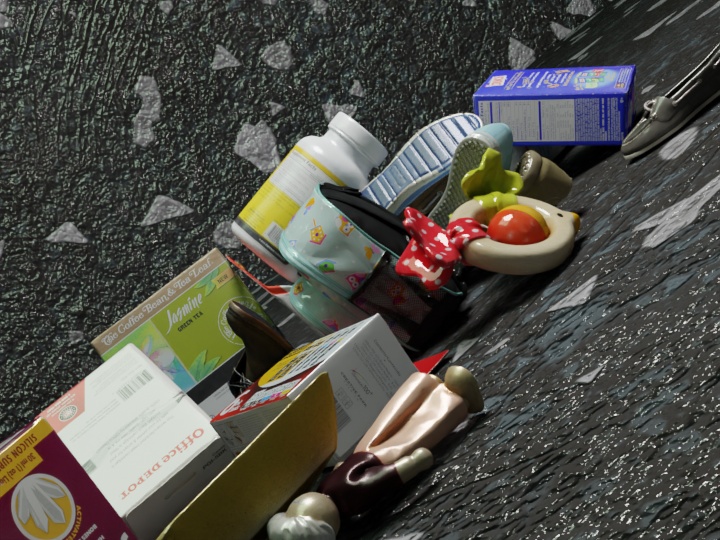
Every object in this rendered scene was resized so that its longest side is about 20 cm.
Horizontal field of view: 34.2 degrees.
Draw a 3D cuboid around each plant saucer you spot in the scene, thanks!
[{"bbox_3d":[-0.095,0.198,0.924,0.200,0.048,0.200,-44,-12,-38],"label":"plant saucer"}]

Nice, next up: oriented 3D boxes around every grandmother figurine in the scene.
[{"bbox_3d":[0.006,0.151,0.890,0.200,0.061,0.121,-39,-2,-34],"label":"grandmother figurine"}]

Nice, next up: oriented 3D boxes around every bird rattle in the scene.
[{"bbox_3d":[0.135,-0.045,1.190,0.162,0.114,0.200,15,25,24],"label":"bird rattle"}]

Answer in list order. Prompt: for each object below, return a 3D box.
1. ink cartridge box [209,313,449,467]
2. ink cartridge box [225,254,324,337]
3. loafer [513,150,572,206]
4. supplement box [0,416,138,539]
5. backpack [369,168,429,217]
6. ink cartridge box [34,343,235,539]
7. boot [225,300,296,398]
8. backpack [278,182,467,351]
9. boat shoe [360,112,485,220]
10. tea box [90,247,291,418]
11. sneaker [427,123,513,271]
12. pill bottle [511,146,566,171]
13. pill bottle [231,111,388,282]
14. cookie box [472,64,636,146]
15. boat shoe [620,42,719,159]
[{"bbox_3d":[-0.033,0.119,1.176,0.175,0.084,0.200,-40,7,-31],"label":"ink cartridge box"},{"bbox_3d":[-0.077,0.032,1.473,0.057,0.200,0.163,-46,8,-4],"label":"ink cartridge box"},{"bbox_3d":[0.193,-0.072,1.373,0.200,0.067,0.076,114,-179,-74],"label":"loafer"},{"bbox_3d":[-0.304,0.263,1.098,0.103,0.201,0.131,-31,9,37],"label":"supplement box"},{"bbox_3d":[0.052,-0.051,1.540,0.183,0.147,0.200,-47,3,3],"label":"backpack"},{"bbox_3d":[-0.250,0.198,1.320,0.147,0.083,0.200,-39,49,-18],"label":"ink cartridge box"},{"bbox_3d":[-0.113,0.116,1.316,0.097,0.200,0.075,-46,46,-6],"label":"boot"},{"bbox_3d":[0.000,0.000,1.300,0.153,0.200,0.176,-46,7,11],"label":"backpack"},{"bbox_3d":[0.075,-0.109,1.401,0.200,0.072,0.072,-37,51,14],"label":"boat shoe"},{"bbox_3d":[-0.202,0.114,1.504,0.200,0.197,0.134,-38,-6,-7],"label":"tea box"},{"bbox_3d":[0.134,-0.082,1.348,0.082,0.074,0.201,-36,-24,-43],"label":"sneaker"},{"bbox_3d":[0.248,-0.200,1.745,0.109,0.109,0.200,-29,10,47],"label":"pill bottle"},{"bbox_3d":[-0.059,-0.093,1.443,0.200,0.112,0.112,-50,7,-1],"label":"pill bottle"},{"bbox_3d":[0.264,-0.222,1.571,0.198,0.076,0.171,2,21,17],"label":"cookie box"},{"bbox_3d":[0.378,-0.209,1.365,0.199,0.057,0.067,-36,7,7],"label":"boat shoe"}]
